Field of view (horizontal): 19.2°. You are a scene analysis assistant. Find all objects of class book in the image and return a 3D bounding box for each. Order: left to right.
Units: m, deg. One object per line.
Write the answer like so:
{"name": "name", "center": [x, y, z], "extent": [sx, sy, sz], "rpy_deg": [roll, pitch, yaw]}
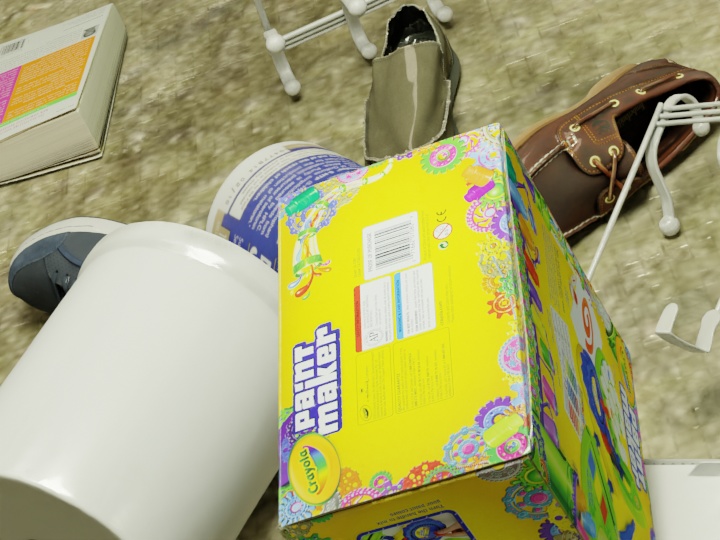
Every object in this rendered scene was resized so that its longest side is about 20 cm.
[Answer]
{"name": "book", "center": [-0.273, -0.146, 1.779], "extent": [0.133, 0.048, 0.200], "rpy_deg": [-17, 32, 13]}

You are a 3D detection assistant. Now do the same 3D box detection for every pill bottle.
{"name": "pill bottle", "center": [0.000, 0.000, 1.332], "extent": [0.120, 0.120, 0.200], "rpy_deg": [-36, 34, -19]}

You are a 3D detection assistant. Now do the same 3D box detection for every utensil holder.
{"name": "utensil holder", "center": [-0.134, 0.099, 1.231], "extent": [0.170, 0.170, 0.200], "rpy_deg": [1, 42, 33]}

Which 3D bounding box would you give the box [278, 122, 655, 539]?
{"name": "box", "center": [0.055, 0.077, 1.019], "extent": [0.122, 0.193, 0.200], "rpy_deg": [-18, 45, 17]}

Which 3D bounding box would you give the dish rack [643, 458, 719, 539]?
{"name": "dish rack", "center": [0.124, 0.164, 1.094], "extent": [0.171, 0.044, 0.200], "rpy_deg": [-2, 39, 29]}

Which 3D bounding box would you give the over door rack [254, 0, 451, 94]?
{"name": "over door rack", "center": [-0.019, -0.232, 1.594], "extent": [0.148, 0.200, 0.067], "rpy_deg": [-25, 46, -4]}

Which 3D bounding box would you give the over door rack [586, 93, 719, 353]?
{"name": "over door rack", "center": [0.201, -0.024, 1.273], "extent": [0.200, 0.067, 0.148], "rpy_deg": [-55, 25, -21]}

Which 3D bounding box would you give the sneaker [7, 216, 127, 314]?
{"name": "sneaker", "center": [-0.182, 0.034, 1.435], "extent": [0.202, 0.077, 0.146], "rpy_deg": [0, 37, 30]}

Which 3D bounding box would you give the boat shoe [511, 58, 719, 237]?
{"name": "boat shoe", "center": [0.157, -0.077, 1.389], "extent": [0.070, 0.070, 0.200], "rpy_deg": [12, 46, 47]}

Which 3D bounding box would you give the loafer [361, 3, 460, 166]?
{"name": "loafer", "center": [0.031, -0.126, 1.539], "extent": [0.075, 0.070, 0.200], "rpy_deg": [-15, 34, 13]}
